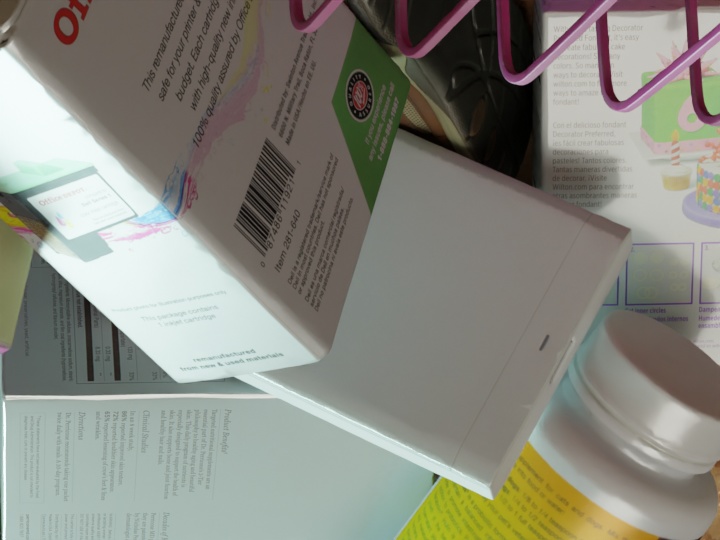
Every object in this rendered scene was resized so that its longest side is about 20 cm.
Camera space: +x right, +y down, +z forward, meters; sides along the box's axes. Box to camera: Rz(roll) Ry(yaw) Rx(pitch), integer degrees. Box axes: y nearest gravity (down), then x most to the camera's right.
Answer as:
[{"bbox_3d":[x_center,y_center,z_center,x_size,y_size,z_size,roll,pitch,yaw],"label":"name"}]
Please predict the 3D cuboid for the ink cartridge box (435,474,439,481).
[{"bbox_3d":[0.036,0.176,1.271,0.200,0.145,0.083,-37,146,-24],"label":"ink cartridge box"}]

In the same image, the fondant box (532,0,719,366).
[{"bbox_3d":[0.152,-0.034,1.130,0.144,0.058,0.200,-1,115,1],"label":"fondant box"}]

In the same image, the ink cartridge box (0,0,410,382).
[{"bbox_3d":[-0.080,-0.073,0.954,0.084,0.145,0.200,-10,138,36],"label":"ink cartridge box"}]

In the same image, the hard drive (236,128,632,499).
[{"bbox_3d":[0.000,0.000,1.078,0.200,0.132,0.026,25,161,17],"label":"hard drive"}]

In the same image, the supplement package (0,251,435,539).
[{"bbox_3d":[-0.072,0.052,1.178,0.200,0.151,0.152,-1,136,-9],"label":"supplement package"}]

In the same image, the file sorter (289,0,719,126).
[{"bbox_3d":[0.084,-0.146,0.954,0.200,0.126,0.139,11,153,-23],"label":"file sorter"}]

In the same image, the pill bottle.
[{"bbox_3d":[0.085,0.117,1.108,0.109,0.109,0.200,22,115,-30],"label":"pill bottle"}]

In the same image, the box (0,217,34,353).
[{"bbox_3d":[-0.212,-0.080,0.962,0.176,0.200,0.097,25,152,-32],"label":"box"}]

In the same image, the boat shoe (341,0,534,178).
[{"bbox_3d":[0.018,-0.105,1.093,0.074,0.076,0.200,8,157,30],"label":"boat shoe"}]
